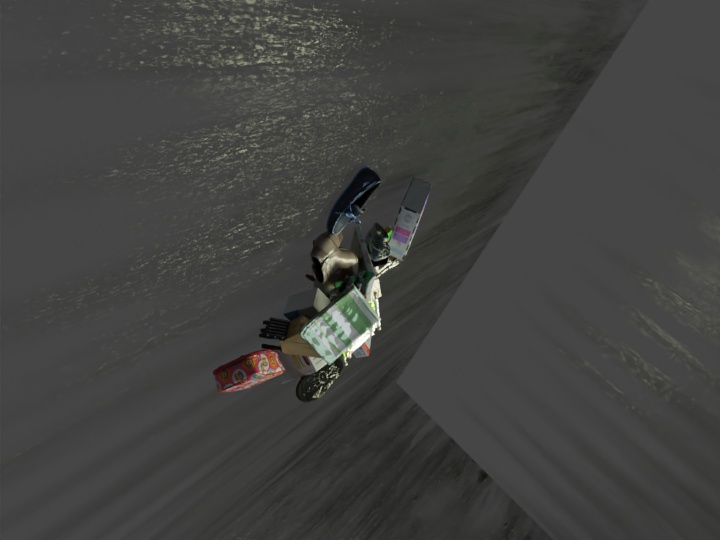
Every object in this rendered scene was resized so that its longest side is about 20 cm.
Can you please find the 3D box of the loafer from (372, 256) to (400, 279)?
[{"bbox_3d":[0.092,-0.045,1.930,0.200,0.072,0.072,-45,159,-31],"label":"loafer"}]

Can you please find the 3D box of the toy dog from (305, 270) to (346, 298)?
[{"bbox_3d":[-0.099,0.015,1.695,0.134,0.095,0.200,-58,175,13],"label":"toy dog"}]

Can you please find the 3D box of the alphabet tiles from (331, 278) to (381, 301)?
[{"bbox_3d":[-0.009,0.092,1.952,0.198,0.007,0.171,-30,125,-28],"label":"alphabet tiles"}]

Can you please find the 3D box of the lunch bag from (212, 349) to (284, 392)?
[{"bbox_3d":[-0.328,0.297,1.630,0.173,0.084,0.200,-27,166,13],"label":"lunch bag"}]

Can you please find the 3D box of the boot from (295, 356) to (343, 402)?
[{"bbox_3d":[-0.160,0.359,1.810,0.156,0.081,0.210,-27,-177,45],"label":"boot"}]

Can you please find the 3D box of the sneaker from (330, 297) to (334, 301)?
[{"bbox_3d":[-0.022,0.098,1.999,0.200,0.070,0.099,-40,132,-23],"label":"sneaker"}]

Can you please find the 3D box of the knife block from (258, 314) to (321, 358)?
[{"bbox_3d":[-0.192,0.204,1.630,0.174,0.199,0.065,-27,-142,39],"label":"knife block"}]

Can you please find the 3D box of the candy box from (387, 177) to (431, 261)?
[{"bbox_3d":[0.154,-0.164,1.818,0.169,0.070,0.203,-65,174,-47],"label":"candy box"}]

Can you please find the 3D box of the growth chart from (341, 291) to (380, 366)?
[{"bbox_3d":[-0.002,0.163,1.659,0.199,0.017,0.148,-40,129,-38],"label":"growth chart"}]

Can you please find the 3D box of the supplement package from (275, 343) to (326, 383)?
[{"bbox_3d":[-0.172,0.255,1.796,0.198,0.113,0.155,-27,-178,45],"label":"supplement package"}]

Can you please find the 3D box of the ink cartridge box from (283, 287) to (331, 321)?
[{"bbox_3d":[-0.117,0.147,1.649,0.114,0.201,0.068,-16,-138,30],"label":"ink cartridge box"}]

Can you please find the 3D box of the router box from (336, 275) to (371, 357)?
[{"bbox_3d":[-0.021,0.152,1.857,0.182,0.048,0.202,-81,152,-43],"label":"router box"}]

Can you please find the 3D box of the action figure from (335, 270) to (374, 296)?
[{"bbox_3d":[-0.027,0.057,1.643,0.115,0.056,0.200,-8,167,-11],"label":"action figure"}]

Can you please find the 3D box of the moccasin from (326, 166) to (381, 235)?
[{"bbox_3d":[-0.019,-0.175,1.490,0.202,0.068,0.080,-57,157,17],"label":"moccasin"}]

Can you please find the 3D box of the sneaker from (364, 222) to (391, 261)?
[{"bbox_3d":[0.042,-0.068,1.755,0.086,0.077,0.201,-45,-166,22],"label":"sneaker"}]

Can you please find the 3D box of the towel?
[{"bbox_3d":[-0.054,0.151,1.556,0.199,0.023,0.153,-41,120,-1],"label":"towel"}]

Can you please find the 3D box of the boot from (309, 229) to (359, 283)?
[{"bbox_3d":[-0.078,-0.018,1.573,0.147,0.069,0.203,-56,134,-39],"label":"boot"}]

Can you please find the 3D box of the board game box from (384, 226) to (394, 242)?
[{"bbox_3d":[0.045,-0.068,1.935,0.199,0.030,0.096,-42,162,-15],"label":"board game box"}]

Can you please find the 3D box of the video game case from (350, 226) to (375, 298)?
[{"bbox_3d":[0.000,0.000,1.738,0.022,0.185,0.202,-8,148,-14],"label":"video game case"}]
